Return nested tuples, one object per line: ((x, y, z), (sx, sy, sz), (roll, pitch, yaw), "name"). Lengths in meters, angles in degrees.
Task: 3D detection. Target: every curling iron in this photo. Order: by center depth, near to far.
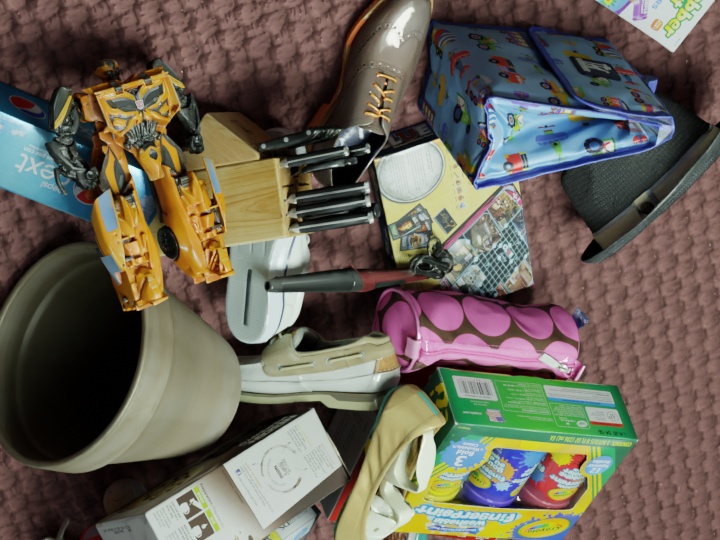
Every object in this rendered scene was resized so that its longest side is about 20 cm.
((0.000, 0.000, 1.555), (0.199, 0.026, 0.050), (-7, 135, -30), "curling iron")

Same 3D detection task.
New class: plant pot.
((-0.205, 0.093, 1.521), (0.200, 0.200, 0.173), (-48, 142, 14), "plant pot")

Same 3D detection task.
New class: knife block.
((-0.080, -0.048, 1.467), (0.200, 0.175, 0.064), (-56, 163, 19), "knife block")

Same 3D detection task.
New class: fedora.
((0.255, -0.101, 1.595), (0.092, 0.201, 0.201), (45, 101, -1), "fedora")

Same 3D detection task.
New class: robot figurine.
((-0.174, -0.077, 1.397), (0.145, 0.058, 0.201), (-23, 101, -35), "robot figurine")

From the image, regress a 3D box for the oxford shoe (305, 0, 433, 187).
((0.016, -0.155, 1.492), (0.071, 0.073, 0.200), (13, 117, -27), "oxford shoe")

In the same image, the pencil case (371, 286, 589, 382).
((0.113, 0.065, 1.622), (0.199, 0.094, 0.091), (5, 126, -27), "pencil case")

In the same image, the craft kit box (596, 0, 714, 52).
((0.263, -0.319, 1.496), (0.197, 0.049, 0.200), (24, 112, -35), "craft kit box")

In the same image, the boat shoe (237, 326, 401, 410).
((-0.056, 0.086, 1.598), (0.199, 0.075, 0.069), (1, 103, 19), "boat shoe")

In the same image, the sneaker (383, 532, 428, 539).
((0.049, 0.328, 1.836), (0.080, 0.072, 0.200), (-1, 133, -23), "sneaker")

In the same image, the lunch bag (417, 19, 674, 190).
((0.171, -0.151, 1.505), (0.199, 0.151, 0.094), (-5, 124, -18), "lunch bag")

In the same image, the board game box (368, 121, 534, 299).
((0.086, -0.051, 1.614), (0.135, 0.035, 0.201), (-18, 127, -8), "board game box")

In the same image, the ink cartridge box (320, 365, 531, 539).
((0.075, 0.174, 1.731), (0.199, 0.084, 0.176), (12, 117, -26), "ink cartridge box")

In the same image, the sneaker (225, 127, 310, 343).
((-0.079, -0.035, 1.549), (0.071, 0.073, 0.201), (-22, 128, -59), "sneaker")

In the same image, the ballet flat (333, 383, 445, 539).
((0.026, 0.197, 1.562), (0.069, 0.063, 0.201), (-20, 137, -45), "ballet flat")

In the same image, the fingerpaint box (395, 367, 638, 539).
((0.136, 0.181, 1.636), (0.199, 0.074, 0.167), (8, 134, -25), "fingerpaint box")

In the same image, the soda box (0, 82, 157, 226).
((-0.260, -0.097, 1.429), (0.200, 0.068, 0.064), (23, 110, -32), "soda box")

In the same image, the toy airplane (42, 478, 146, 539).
((-0.211, 0.273, 1.673), (0.199, 0.142, 0.199), (-6, 161, -31), "toy airplane")

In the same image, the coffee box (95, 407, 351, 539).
((-0.124, 0.210, 1.557), (0.200, 0.113, 0.080), (-30, 95, -33), "coffee box")

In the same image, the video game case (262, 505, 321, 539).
((-0.135, 0.324, 1.673), (0.181, 0.026, 0.200), (-31, 158, -40), "video game case")
